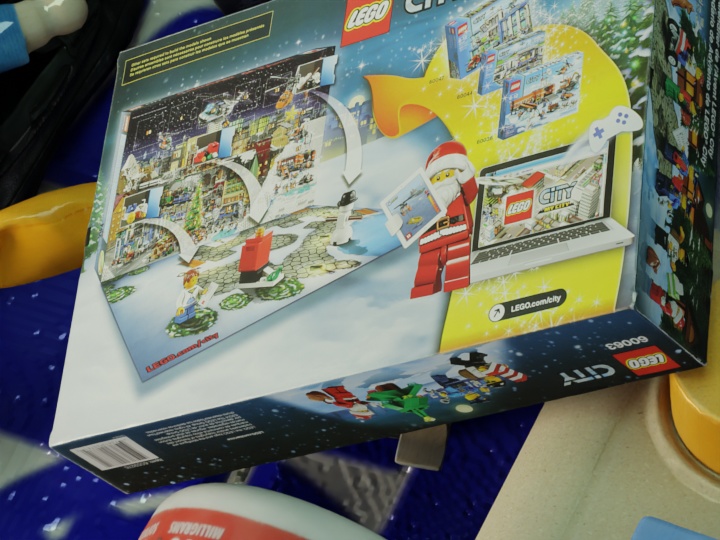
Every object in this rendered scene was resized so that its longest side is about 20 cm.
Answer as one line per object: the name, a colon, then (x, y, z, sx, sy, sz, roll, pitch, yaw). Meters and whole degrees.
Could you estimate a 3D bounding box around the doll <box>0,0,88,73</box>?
doll: (-0.147, -0.095, 0.922, 0.136, 0.049, 0.200, 13, 46, 23)

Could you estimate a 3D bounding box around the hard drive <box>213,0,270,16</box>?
hard drive: (0.036, -0.140, 0.954, 0.199, 0.140, 0.033, -20, 91, 1)

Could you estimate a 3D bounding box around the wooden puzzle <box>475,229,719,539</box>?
wooden puzzle: (0.122, 0.075, 0.701, 0.199, 0.046, 0.186, 15, 59, 24)

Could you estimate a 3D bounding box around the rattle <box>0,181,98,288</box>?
rattle: (-0.139, 0.078, 0.871, 0.142, 0.130, 0.201, 3, 62, 1)

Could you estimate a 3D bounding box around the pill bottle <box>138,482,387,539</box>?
pill bottle: (-0.049, 0.171, 0.790, 0.116, 0.116, 0.200, 17, 64, 22)

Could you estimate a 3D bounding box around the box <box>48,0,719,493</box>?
box: (0.007, -0.021, 0.785, 0.200, 0.038, 0.137, -14, 54, 35)

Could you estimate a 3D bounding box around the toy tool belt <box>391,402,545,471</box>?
toy tool belt: (0.000, 0.000, 0.882, 0.199, 0.125, 0.123, 3, 51, 16)

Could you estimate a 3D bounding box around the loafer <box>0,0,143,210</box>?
loafer: (-0.125, -0.083, 0.990, 0.068, 0.070, 0.201, 15, 63, 12)
